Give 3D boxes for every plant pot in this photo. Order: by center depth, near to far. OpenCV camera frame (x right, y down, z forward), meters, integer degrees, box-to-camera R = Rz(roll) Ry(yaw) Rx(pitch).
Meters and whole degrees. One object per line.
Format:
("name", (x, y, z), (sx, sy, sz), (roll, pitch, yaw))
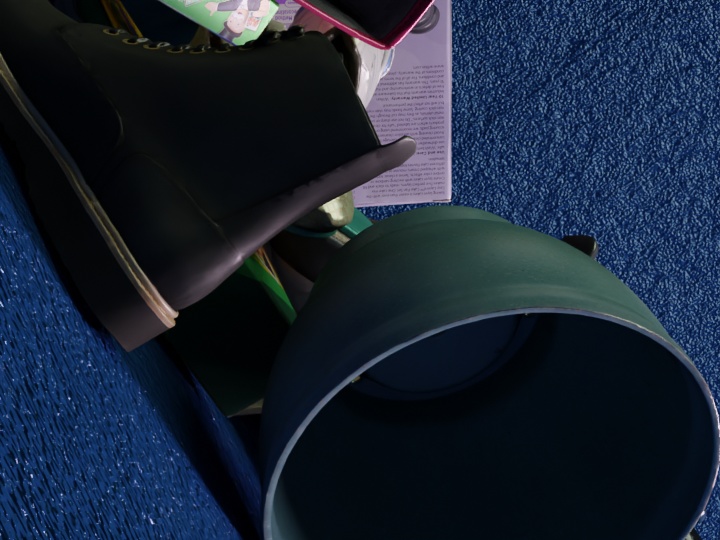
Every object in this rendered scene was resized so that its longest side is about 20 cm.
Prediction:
("plant pot", (0.044, 0.056, 0.910), (0.200, 0.200, 0.134), (60, 7, -38))

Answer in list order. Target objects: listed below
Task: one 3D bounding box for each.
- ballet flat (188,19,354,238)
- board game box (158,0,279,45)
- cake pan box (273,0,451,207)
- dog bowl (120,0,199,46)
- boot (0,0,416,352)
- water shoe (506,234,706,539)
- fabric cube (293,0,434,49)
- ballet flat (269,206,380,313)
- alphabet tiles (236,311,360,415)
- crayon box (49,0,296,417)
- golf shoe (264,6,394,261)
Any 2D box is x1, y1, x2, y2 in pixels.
("ballet flat", (-0.048, -0.084, 0.986), (0.067, 0.062, 0.200), (10, 22, -27))
("board game box", (-0.139, -0.178, 0.923), (0.200, 0.029, 0.134), (41, 9, 39))
("cake pan box", (-0.040, -0.131, 1.311), (0.052, 0.199, 0.185), (-128, -146, -75))
("dog bowl", (-0.114, -0.116, 1.141), (0.050, 0.111, 0.200), (-98, 164, -46))
("boot", (-0.077, -0.081, 0.819), (0.200, 0.138, 0.077), (60, 1, 22))
("water shoe", (0.133, 0.068, 0.999), (0.200, 0.079, 0.072), (58, -3, 20))
("fabric cube", (-0.047, -0.253, 0.938), (0.200, 0.196, 0.199), (26, 10, -44))
("ballet flat", (0.000, 0.000, 1.067), (0.200, 0.073, 0.073), (15, 41, -57))
("alphabet tiles", (0.006, 0.048, 1.109), (0.200, 0.166, 0.006), (-117, -156, -70))
("crayon box", (-0.105, -0.054, 0.982), (0.173, 0.058, 0.200), (60, 1, -43))
("golf shoe", (-0.047, -0.054, 1.091), (0.078, 0.200, 0.097), (21, 9, -1))
